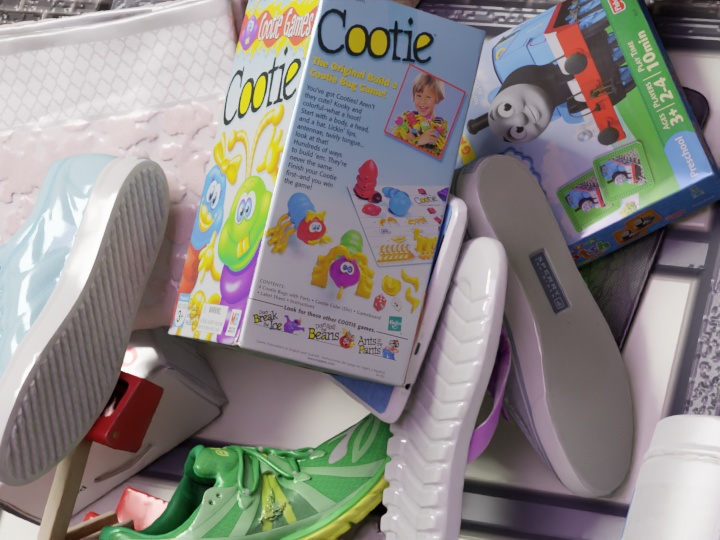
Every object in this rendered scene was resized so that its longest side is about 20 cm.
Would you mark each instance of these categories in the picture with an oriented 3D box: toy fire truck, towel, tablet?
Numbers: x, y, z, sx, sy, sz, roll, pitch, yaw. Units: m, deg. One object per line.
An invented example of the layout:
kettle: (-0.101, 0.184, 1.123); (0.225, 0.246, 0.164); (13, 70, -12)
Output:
toy fire truck: (-0.155, 0.164, 1.438); (0.049, 0.141, 0.200); (17, 78, 30)
towel: (-0.143, -0.056, 1.443); (0.200, 0.032, 0.191); (-7, 99, 19)
tablet: (0.000, 0.000, 1.433); (0.200, 0.014, 0.130); (34, 107, 63)

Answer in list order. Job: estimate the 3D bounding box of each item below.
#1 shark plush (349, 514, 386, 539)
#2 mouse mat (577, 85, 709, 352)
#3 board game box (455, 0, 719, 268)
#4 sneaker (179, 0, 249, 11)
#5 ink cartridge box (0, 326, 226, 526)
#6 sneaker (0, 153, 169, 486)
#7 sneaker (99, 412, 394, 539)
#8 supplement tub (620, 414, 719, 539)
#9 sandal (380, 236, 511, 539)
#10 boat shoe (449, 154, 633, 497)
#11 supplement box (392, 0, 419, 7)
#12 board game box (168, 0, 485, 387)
shark plush: (0.028, 0.227, 1.374); (0.083, 0.091, 0.200); (-11, 54, -13)
mouse mat: (0.106, -0.031, 1.474); (0.161, 0.008, 0.200); (15, 77, 29)
board game box: (0.098, -0.067, 1.467); (0.200, 0.037, 0.151); (-28, 61, 14)
sneaker: (-0.083, -0.107, 1.475); (0.098, 0.200, 0.071); (-36, 49, -29)
ink cartridge box: (-0.193, 0.036, 1.544); (0.146, 0.085, 0.200); (-35, 61, 9)
sneaker: (-0.176, 0.025, 1.390); (0.082, 0.074, 0.200); (10, 65, 33)
sneaker: (-0.057, 0.128, 1.408); (0.200, 0.074, 0.084); (-30, 94, -20)
supplement tub: (0.187, 0.188, 1.273); (0.132, 0.132, 0.200); (8, 73, 28)
sandal: (0.054, 0.080, 1.365); (0.082, 0.050, 0.203); (27, 105, 60)
boat shoe: (0.091, 0.035, 1.401); (0.072, 0.070, 0.201); (-21, 90, 49)
supplement box: (0.010, -0.237, 1.533); (0.074, 0.126, 0.200); (31, 86, 33)
board game box: (-0.020, -0.047, 1.364); (0.103, 0.105, 0.200); (6, 81, 64)
